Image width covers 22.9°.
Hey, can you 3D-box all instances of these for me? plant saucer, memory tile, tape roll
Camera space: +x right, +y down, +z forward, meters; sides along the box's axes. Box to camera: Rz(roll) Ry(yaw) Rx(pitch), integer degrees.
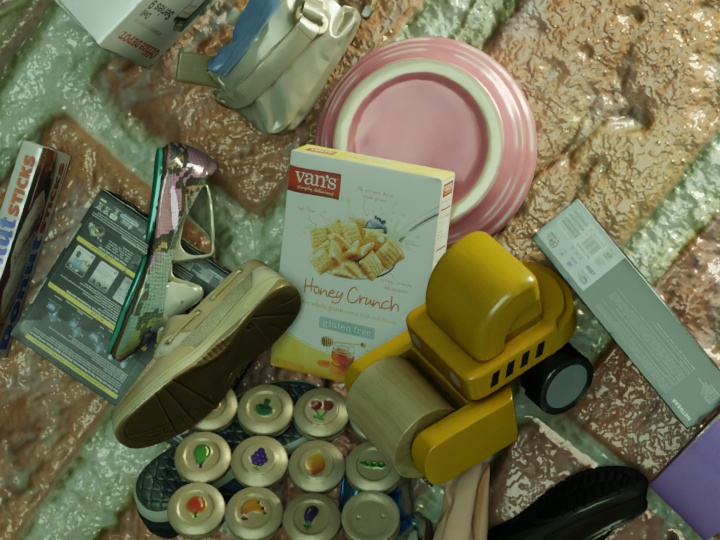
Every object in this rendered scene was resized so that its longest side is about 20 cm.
[{"bbox_3d":[0.055,-0.110,1.571,0.200,0.051,0.201,0,88,11],"label":"plant saucer"},{"bbox_3d":[-0.062,0.165,1.522,0.200,0.017,0.153,3,57,4],"label":"memory tile"},{"bbox_3d":[0.324,0.124,1.428,0.200,0.200,0.066,-45,80,6],"label":"tape roll"}]

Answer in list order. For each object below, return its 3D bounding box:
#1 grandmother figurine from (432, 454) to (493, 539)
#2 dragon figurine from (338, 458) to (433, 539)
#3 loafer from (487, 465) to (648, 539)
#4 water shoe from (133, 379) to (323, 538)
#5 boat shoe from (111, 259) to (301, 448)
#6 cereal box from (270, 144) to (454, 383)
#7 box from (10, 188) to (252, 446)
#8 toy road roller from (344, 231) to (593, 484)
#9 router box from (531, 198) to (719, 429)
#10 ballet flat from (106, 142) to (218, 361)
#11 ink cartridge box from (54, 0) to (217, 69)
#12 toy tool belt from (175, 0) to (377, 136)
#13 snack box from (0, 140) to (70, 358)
[{"bbox_3d":[0.094,0.161,1.519,0.061,0.121,0.200,22,65,-20],"label":"grandmother figurine"},{"bbox_3d":[0.013,0.193,1.557,0.099,0.059,0.200,1,87,11],"label":"dragon figurine"},{"bbox_3d":[0.167,0.236,1.527,0.200,0.073,0.071,-31,103,16],"label":"loafer"},{"bbox_3d":[-0.112,0.165,1.583,0.200,0.079,0.072,-27,61,-16],"label":"water shoe"},{"bbox_3d":[-0.142,0.071,1.532,0.200,0.072,0.065,-44,53,-10],"label":"boat shoe"},{"bbox_3d":[0.000,0.000,1.545,0.144,0.040,0.200,11,107,21],"label":"cereal box"},{"bbox_3d":[-0.192,0.046,1.612,0.200,0.049,0.161,32,91,11],"label":"box"},{"bbox_3d":[0.082,0.061,1.443,0.200,0.146,0.123,-31,45,-15],"label":"toy road roller"},{"bbox_3d":[0.228,0.038,1.474,0.052,0.157,0.200,-39,80,7],"label":"router box"},{"bbox_3d":[-0.166,-0.012,1.561,0.071,0.069,0.200,14,85,-10],"label":"ballet flat"},{"bbox_3d":[-0.167,-0.282,1.576,0.200,0.146,0.084,-43,81,7],"label":"ink cartridge box"},{"bbox_3d":[-0.068,-0.225,1.566,0.123,0.125,0.200,33,93,3],"label":"toy tool belt"},{"bbox_3d":[-0.317,-0.018,1.628,0.024,0.072,0.200,18,91,11],"label":"snack box"}]
